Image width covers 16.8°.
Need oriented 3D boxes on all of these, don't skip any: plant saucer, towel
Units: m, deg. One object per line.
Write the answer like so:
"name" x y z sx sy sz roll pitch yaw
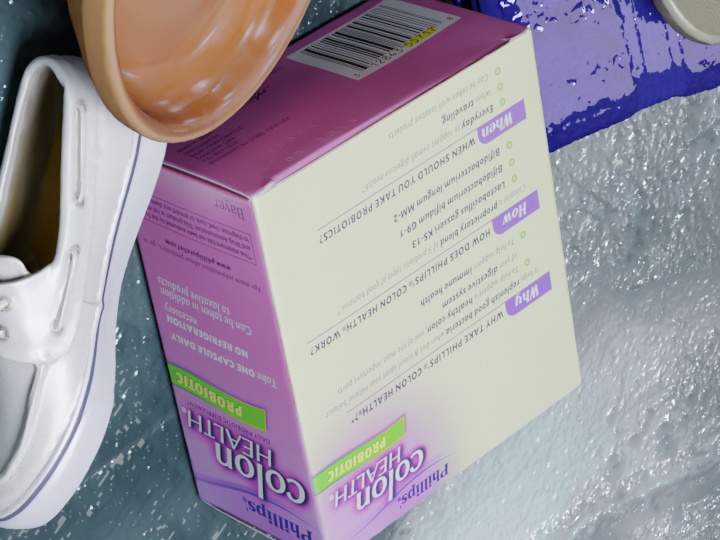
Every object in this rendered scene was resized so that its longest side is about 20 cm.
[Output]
"plant saucer" -0.061 -0.151 0.982 0.200 0.037 0.200 -54 156 -38
"towel" 0.138 -0.153 1.193 0.200 0.050 0.148 -21 114 -13

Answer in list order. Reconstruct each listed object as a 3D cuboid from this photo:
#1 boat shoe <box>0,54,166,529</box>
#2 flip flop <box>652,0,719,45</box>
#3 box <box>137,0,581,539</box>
"boat shoe" -0.138 0.007 1.011 0.070 0.071 0.200 14 92 -49
"flip flop" 0.203 -0.198 1.142 0.081 0.058 0.200 35 93 -27
"box" 0.000 0.000 1.131 0.176 0.097 0.200 -34 127 -32
